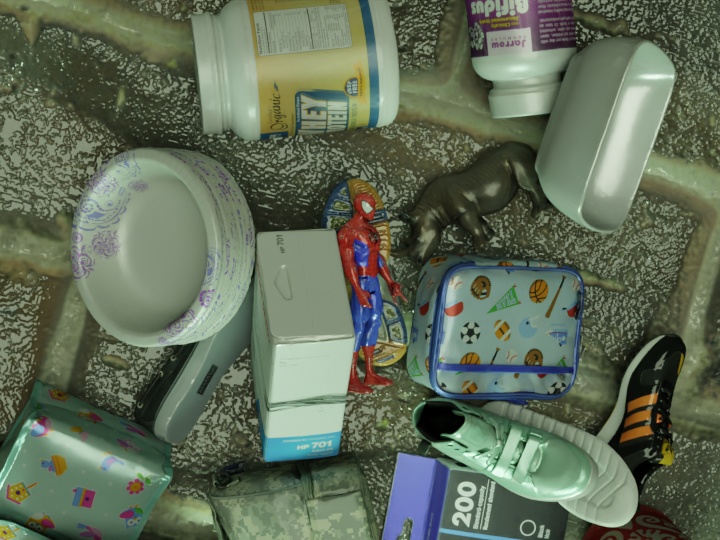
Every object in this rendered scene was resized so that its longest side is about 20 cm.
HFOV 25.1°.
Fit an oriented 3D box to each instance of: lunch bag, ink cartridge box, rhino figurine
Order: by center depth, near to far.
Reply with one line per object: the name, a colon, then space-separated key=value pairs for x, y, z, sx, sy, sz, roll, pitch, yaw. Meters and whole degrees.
ink cartridge box: x=-0.063 y=0.076 z=1.637 sx=0.086 sy=0.147 sz=0.200 roll=-2 pitch=140 yaw=-10
lunch bag: x=-0.311 y=0.243 z=1.688 sx=0.170 sy=0.122 sz=0.200 roll=26 pitch=104 yaw=-16
lunch bag: x=-0.066 y=0.299 z=1.712 sx=0.167 sy=0.139 sz=0.200 roll=-11 pitch=97 yaw=-6
lunch bag: x=0.150 y=0.066 z=1.722 sx=0.200 sy=0.076 sz=0.161 roll=4 pitch=95 yaw=-28
rhino figurine: x=0.115 y=-0.067 z=1.735 sx=0.200 sy=0.060 sz=0.088 roll=-28 pitch=91 yaw=-1
ink cartridge box: x=0.122 y=0.312 z=1.787 sx=0.200 sy=0.043 sz=0.199 roll=9 pitch=95 yaw=-7

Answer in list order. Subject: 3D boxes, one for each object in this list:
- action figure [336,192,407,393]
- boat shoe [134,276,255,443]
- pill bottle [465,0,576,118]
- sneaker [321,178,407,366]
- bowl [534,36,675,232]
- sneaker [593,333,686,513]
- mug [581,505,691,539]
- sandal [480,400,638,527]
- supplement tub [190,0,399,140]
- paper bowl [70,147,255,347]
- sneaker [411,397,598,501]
action figure: x=0.008 y=0.021 z=1.642 sx=0.052 sy=0.065 sz=0.200 roll=1 pitch=99 yaw=37
boat shoe: x=-0.171 y=0.087 z=1.714 sx=0.057 sy=0.069 sz=0.200 roll=26 pitch=78 yaw=30
pill bottle: x=0.167 y=-0.263 z=1.693 sx=0.112 sy=0.112 sz=0.200 roll=-8 pitch=96 yaw=-6
sneaker: x=0.000 y=0.000 z=1.714 sx=0.075 sy=0.088 sz=0.200 roll=-9 pitch=99 yaw=-1
bowl: x=0.250 y=-0.145 z=1.689 sx=0.075 sy=0.200 sz=0.200 roll=20 pitch=94 yaw=23
sneaker: x=0.318 y=0.170 z=1.761 sx=0.070 sy=0.090 sz=0.200 roll=20 pitch=100 yaw=-47
mug: x=0.308 y=0.350 z=1.724 sx=0.177 sy=0.200 sz=0.134 roll=-20 pitch=103 yaw=-12
sandal: x=0.217 y=0.203 z=1.759 sx=0.203 sy=0.050 sz=0.083 roll=34 pitch=93 yaw=21
supplement tub: x=-0.068 y=-0.210 z=1.654 sx=0.200 sy=0.145 sz=0.145 roll=-7 pitch=97 yaw=-6
paper bowl: x=-0.191 y=-0.024 z=1.652 sx=0.200 sy=0.104 sz=0.201 roll=1 pitch=91 yaw=35
sneaker: x=0.145 y=0.189 z=1.696 sx=0.200 sy=0.118 sz=0.074 roll=17 pitch=84 yaw=22
